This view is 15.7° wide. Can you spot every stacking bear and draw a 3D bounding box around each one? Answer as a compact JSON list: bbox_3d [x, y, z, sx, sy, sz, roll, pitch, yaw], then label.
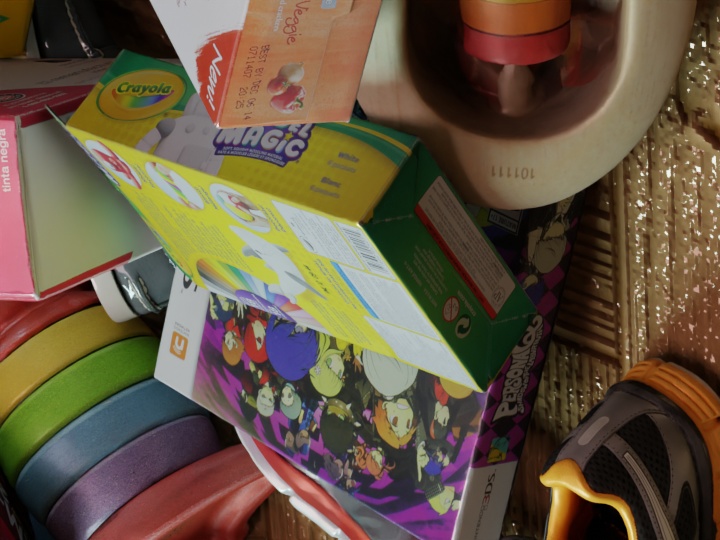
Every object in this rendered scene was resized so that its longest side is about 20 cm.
[{"bbox_3d":[-0.141,0.057,1.317,0.200,0.113,0.122,55,142,16],"label":"stacking bear"}]

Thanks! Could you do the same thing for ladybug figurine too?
[{"bbox_3d":[0.057,-0.120,0.971,0.135,0.072,0.201,4,122,1],"label":"ladybug figurine"}]

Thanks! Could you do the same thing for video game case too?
[{"bbox_3d":[0.000,0.000,1.128,0.200,0.036,0.182,28,113,39],"label":"video game case"}]

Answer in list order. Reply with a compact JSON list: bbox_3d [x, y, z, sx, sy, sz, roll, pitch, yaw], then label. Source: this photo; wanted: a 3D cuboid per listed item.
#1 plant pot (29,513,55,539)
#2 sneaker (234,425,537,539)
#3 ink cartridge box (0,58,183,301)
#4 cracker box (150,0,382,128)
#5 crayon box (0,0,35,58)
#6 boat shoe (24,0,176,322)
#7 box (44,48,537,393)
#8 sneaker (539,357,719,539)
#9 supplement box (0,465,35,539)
[{"bbox_3d":[-0.126,0.224,1.375,0.199,0.141,0.142,11,124,32],"label":"plant pot"},{"bbox_3d":[0.017,0.087,1.192,0.200,0.077,0.082,47,110,32],"label":"sneaker"},{"bbox_3d":[-0.193,-0.044,1.183,0.199,0.145,0.085,2,104,27],"label":"ink cartridge box"},{"bbox_3d":[-0.048,-0.164,0.955,0.200,0.057,0.134,-120,35,-42],"label":"cracker box"},{"bbox_3d":[-0.263,-0.176,1.231,0.058,0.172,0.200,105,146,-44],"label":"crayon box"},{"bbox_3d":[-0.117,-0.078,1.266,0.061,0.073,0.201,-14,94,10],"label":"boat shoe"},{"bbox_3d":[-0.034,-0.024,1.056,0.199,0.048,0.117,17,155,41],"label":"box"},{"bbox_3d":[0.111,0.137,1.079,0.078,0.077,0.201,15,124,44],"label":"sneaker"},{"bbox_3d":[-0.208,0.109,1.315,0.109,0.061,0.201,69,179,-47],"label":"supplement box"}]
